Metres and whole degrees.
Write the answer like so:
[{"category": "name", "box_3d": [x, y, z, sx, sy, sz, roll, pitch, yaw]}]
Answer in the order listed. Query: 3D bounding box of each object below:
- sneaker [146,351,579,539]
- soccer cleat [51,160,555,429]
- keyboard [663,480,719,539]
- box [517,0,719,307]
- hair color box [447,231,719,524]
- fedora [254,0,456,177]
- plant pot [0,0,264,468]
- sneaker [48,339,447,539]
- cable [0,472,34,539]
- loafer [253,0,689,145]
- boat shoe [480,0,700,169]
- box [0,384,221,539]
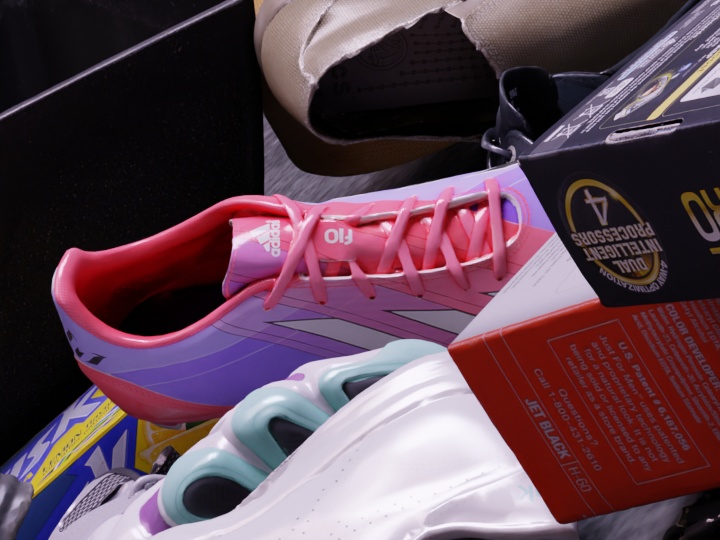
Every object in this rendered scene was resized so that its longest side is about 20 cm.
[{"category": "sneaker", "box_3d": [-0.024, 0.109, 0.806, 0.200, 0.075, 0.089, -42, 34, 9]}, {"category": "soccer cleat", "box_3d": [0.000, 0.000, 0.931, 0.199, 0.077, 0.067, -15, 58, 15]}, {"category": "keyboard", "box_3d": [0.079, 0.092, 0.670, 0.127, 0.021, 0.200, -48, 17, -21]}, {"category": "box", "box_3d": [0.150, -0.070, 0.642, 0.200, 0.049, 0.161, -40, 14, -27]}, {"category": "hair color box", "box_3d": [0.126, -0.006, 0.708, 0.199, 0.061, 0.101, -20, 18, 48]}, {"category": "fedora", "box_3d": [0.018, -0.087, 1.175, 0.199, 0.082, 0.201, -14, 6, 2]}, {"category": "plant pot", "box_3d": [-0.149, -0.011, 1.133, 0.199, 0.178, 0.199, -30, 32, -26]}, {"category": "sneaker", "box_3d": [-0.047, 0.077, 0.921, 0.200, 0.078, 0.140, -39, 15, 8]}, {"category": "cable", "box_3d": [-0.139, 0.151, 0.907, 0.201, 0.050, 0.097, -59, 0, 8]}, {"category": "loafer", "box_3d": [0.061, -0.078, 1.041, 0.199, 0.076, 0.068, -12, 40, 8]}, {"category": "boat shoe", "box_3d": [0.076, -0.045, 0.987, 0.199, 0.066, 0.075, -32, 17, 33]}, {"category": "box", "box_3d": [-0.080, 0.076, 1.041, 0.200, 0.064, 0.070, -42, 14, -1]}]
